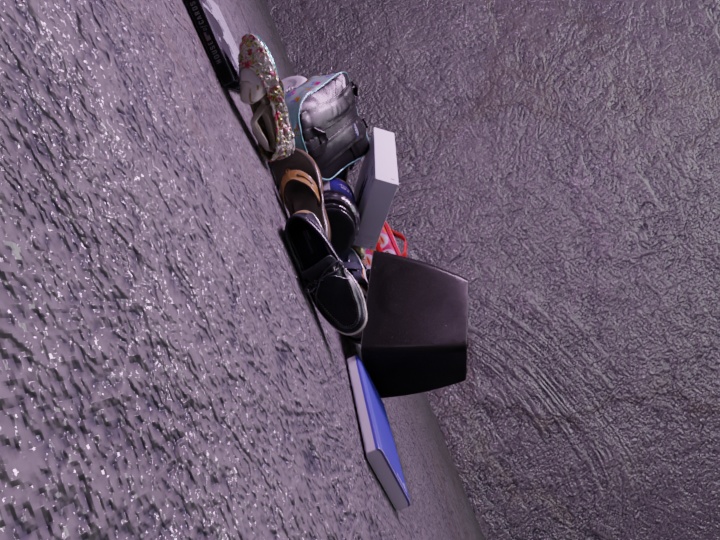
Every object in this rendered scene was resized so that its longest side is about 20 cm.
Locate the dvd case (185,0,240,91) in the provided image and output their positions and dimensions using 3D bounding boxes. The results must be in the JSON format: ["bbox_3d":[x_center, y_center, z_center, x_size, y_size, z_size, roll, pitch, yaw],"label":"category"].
[{"bbox_3d":[-0.224,-0.366,0.974,0.200,0.024,0.153,-97,164,-77],"label":"dvd case"}]

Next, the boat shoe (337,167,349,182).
[{"bbox_3d":[-0.063,-0.207,1.455,0.057,0.067,0.205,-143,-121,-67],"label":"boat shoe"}]

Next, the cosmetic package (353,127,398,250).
[{"bbox_3d":[0.027,-0.164,1.192,0.202,0.050,0.153,-90,-162,-52],"label":"cosmetic package"}]

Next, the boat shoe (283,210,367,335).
[{"bbox_3d":[-0.055,0.004,0.882,0.203,0.073,0.062,63,9,5],"label":"boat shoe"}]

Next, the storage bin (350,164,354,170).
[{"bbox_3d":[-0.110,-0.328,1.492,0.095,0.133,0.202,-109,174,-53],"label":"storage bin"}]

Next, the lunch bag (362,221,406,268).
[{"bbox_3d":[0.025,-0.029,1.368,0.082,0.173,0.203,65,3,-54],"label":"lunch bag"}]

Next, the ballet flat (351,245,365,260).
[{"bbox_3d":[-0.033,-0.064,1.271,0.067,0.056,0.200,55,-10,-24],"label":"ballet flat"}]

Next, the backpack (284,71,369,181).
[{"bbox_3d":[-0.090,-0.258,1.131,0.201,0.150,0.179,-56,137,-49],"label":"backpack"}]

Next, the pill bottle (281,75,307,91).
[{"bbox_3d":[-0.129,-0.317,1.350,0.113,0.110,0.202,-109,174,-52],"label":"pill bottle"}]

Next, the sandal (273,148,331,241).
[{"bbox_3d":[-0.102,-0.119,0.989,0.054,0.080,0.204,31,41,-60],"label":"sandal"}]

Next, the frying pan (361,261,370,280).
[{"bbox_3d":[0.000,0.009,1.214,0.188,0.031,0.116,31,-25,21],"label":"frying pan"}]

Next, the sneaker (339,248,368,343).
[{"bbox_3d":[-0.022,0.029,1.116,0.080,0.077,0.204,72,-1,-71],"label":"sneaker"}]

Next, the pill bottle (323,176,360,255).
[{"bbox_3d":[-0.057,-0.100,1.119,0.201,0.110,0.114,-103,169,-68],"label":"pill bottle"}]

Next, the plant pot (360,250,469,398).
[{"bbox_3d":[0.107,0.103,1.088,0.201,0.172,0.204,77,17,-56],"label":"plant pot"}]

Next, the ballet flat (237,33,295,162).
[{"bbox_3d":[-0.150,-0.256,0.937,0.074,0.064,0.203,16,-42,35],"label":"ballet flat"}]

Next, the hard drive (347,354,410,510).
[{"bbox_3d":[0.025,0.242,0.931,0.201,0.025,0.134,-106,173,-58],"label":"hard drive"}]
